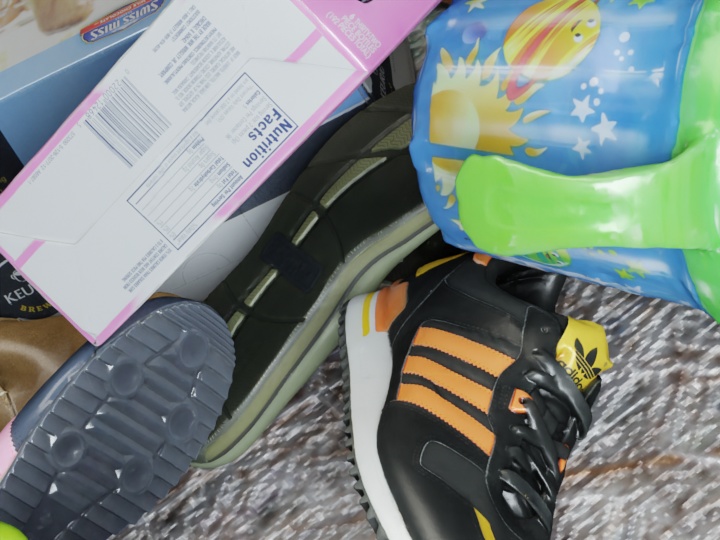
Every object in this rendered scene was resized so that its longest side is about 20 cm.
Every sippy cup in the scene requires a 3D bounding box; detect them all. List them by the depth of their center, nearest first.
[{"bbox_3d":[0.092,-0.051,1.034,0.130,0.178,0.140,5,75,26],"label":"sippy cup"}]

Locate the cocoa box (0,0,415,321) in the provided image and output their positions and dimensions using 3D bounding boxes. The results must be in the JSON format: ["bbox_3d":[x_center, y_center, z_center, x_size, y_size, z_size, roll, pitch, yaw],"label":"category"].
[{"bbox_3d":[-0.089,-0.072,1.254,0.199,0.131,0.134,-25,32,13],"label":"cocoa box"}]

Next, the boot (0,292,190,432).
[{"bbox_3d":[-0.158,0.045,1.211,0.199,0.076,0.074,-21,32,16],"label":"boot"}]

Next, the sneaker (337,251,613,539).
[{"bbox_3d":[0.047,0.051,1.023,0.090,0.070,0.200,-30,30,11],"label":"sneaker"}]

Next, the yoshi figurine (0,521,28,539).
[{"bbox_3d":[-0.188,0.148,1.001,0.112,0.112,0.200,-15,-30,-54],"label":"yoshi figurine"}]

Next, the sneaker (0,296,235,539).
[{"bbox_3d":[-0.132,0.083,1.120,0.200,0.070,0.082,-49,34,-10],"label":"sneaker"}]

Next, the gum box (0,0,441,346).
[{"bbox_3d":[-0.041,-0.072,1.054,0.200,0.066,0.114,-42,5,43],"label":"gum box"}]

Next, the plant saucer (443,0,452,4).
[{"bbox_3d":[0.108,-0.183,1.327,0.200,0.032,0.201,-23,32,15],"label":"plant saucer"}]

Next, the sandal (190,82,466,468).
[{"bbox_3d":[-0.001,0.000,1.157,0.201,0.057,0.080,-46,37,6],"label":"sandal"}]
